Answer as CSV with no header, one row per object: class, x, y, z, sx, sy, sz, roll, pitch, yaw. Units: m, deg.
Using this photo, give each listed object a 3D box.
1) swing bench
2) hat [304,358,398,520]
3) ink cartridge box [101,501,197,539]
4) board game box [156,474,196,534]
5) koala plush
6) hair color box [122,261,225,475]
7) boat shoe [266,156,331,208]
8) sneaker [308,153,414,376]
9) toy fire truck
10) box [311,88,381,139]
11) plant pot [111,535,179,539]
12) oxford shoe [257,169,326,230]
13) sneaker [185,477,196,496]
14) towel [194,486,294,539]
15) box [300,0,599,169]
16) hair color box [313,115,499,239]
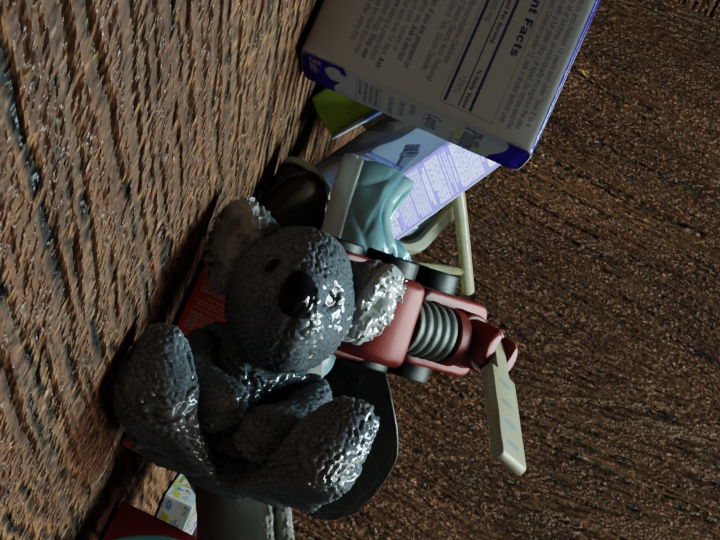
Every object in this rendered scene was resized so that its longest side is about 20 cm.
swing bench,0.054,-0.104,1.656,0.199,0.129,0.202,-129,-133,-65
hat,-0.057,0.122,1.340,0.081,0.200,0.202,1,120,-46
ink cartridge box,-0.171,0.266,1.329,0.200,0.116,0.068,109,7,-70
board game box,-0.219,0.315,1.704,0.135,0.034,0.201,-60,173,-72
koala plush,-0.066,0.054,1.083,0.184,0.176,0.201,118,-8,-70
hair color box,-0.114,0.056,1.206,0.102,0.061,0.201,64,51,-87
boat shoe,-0.066,-0.014,1.388,0.061,0.071,0.202,-47,155,-37
sneaker,0.000,0.000,1.293,0.074,0.081,0.202,88,15,-79
toy fire truck,0.050,0.064,1.190,0.199,0.175,0.130,19,-89,49
box,0.022,-0.177,1.447,0.121,0.048,0.200,-30,-176,9
plant pot,-0.158,0.292,1.097,0.201,0.199,0.162,-61,165,-62
oxford shoe,-0.070,0.013,1.298,0.084,0.072,0.201,28,-82,60
sneaker,-0.123,0.196,1.373,0.201,0.070,0.081,-116,-167,-44
towel,-0.094,0.194,1.227,0.133,0.034,0.201,-52,-146,41
box,0.078,-0.206,1.219,0.105,0.199,0.185,99,15,-84
hair color box,0.035,-0.094,1.453,0.199,0.109,0.065,-35,124,-21
